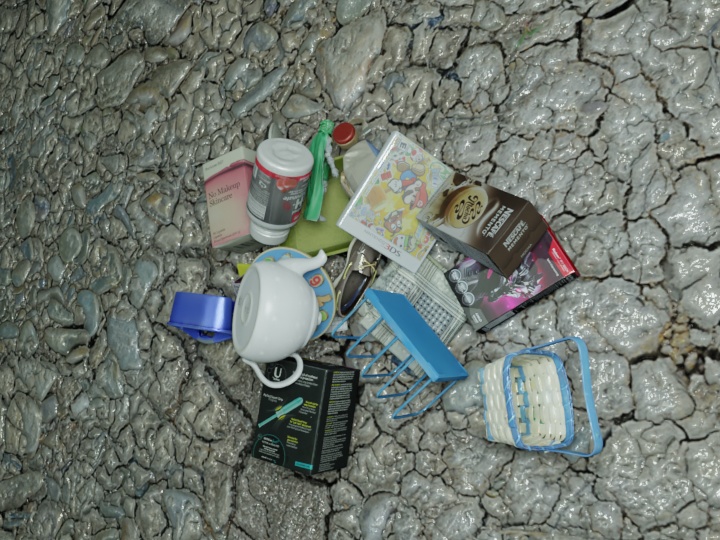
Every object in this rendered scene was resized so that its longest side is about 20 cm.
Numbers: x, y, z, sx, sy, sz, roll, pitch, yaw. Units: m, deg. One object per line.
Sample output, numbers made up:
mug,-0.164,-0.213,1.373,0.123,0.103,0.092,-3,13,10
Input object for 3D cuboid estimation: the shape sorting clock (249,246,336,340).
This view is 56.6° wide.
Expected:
shape sorting clock,-0.139,0.050,1.314,0.200,0.039,0.200,12,117,24

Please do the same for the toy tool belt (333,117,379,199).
toy tool belt,0.022,-0.191,1.313,0.125,0.123,0.200,-36,61,8

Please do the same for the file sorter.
file sorter,0.066,0.150,1.190,0.123,0.139,0.200,-47,64,17

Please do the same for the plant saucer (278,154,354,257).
plant saucer,-0.087,-0.119,1.409,0.200,0.048,0.200,-14,77,31

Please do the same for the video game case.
video game case,0.081,-0.122,1.223,0.200,0.182,0.023,-58,22,2

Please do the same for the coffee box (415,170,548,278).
coffee box,0.204,-0.084,1.149,0.113,0.080,0.200,-51,39,-4

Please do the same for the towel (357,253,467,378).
towel,0.100,0.069,1.274,0.200,0.035,0.193,43,107,29

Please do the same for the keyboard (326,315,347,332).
keyboard,-0.114,0.109,1.418,0.200,0.011,0.056,-11,78,31

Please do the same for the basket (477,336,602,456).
basket,0.288,0.201,1.063,0.200,0.139,0.177,-21,70,60

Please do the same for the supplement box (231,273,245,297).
supplement box,-0.162,0.052,1.390,0.200,0.061,0.109,-9,108,32

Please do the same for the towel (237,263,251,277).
towel,-0.175,0.028,1.435,0.200,0.018,0.086,5,114,29

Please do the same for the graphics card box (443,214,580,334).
graphics card box,0.259,0.007,1.160,0.200,0.051,0.126,-34,66,19

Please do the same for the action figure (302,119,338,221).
action figure,-0.079,-0.201,1.335,0.118,0.055,0.200,-155,71,-66

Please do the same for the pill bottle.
pill bottle,-0.165,-0.151,1.324,0.111,0.111,0.200,46,137,28

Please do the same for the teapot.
teapot,-0.142,0.084,1.225,0.200,0.146,0.198,-51,36,44

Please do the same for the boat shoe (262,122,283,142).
boat shoe,-0.197,-0.242,1.449,0.060,0.074,0.200,-21,52,18

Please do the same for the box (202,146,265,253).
box,-0.261,-0.153,1.487,0.128,0.109,0.200,-18,75,30

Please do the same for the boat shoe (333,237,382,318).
boat shoe,0.000,0.000,1.313,0.200,0.072,0.060,-60,32,11

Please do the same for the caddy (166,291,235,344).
caddy,-0.333,0.110,1.481,0.200,0.141,0.105,3,82,33

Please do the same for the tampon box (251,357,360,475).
tampon box,-0.105,0.280,1.322,0.150,0.126,0.200,7,87,32
